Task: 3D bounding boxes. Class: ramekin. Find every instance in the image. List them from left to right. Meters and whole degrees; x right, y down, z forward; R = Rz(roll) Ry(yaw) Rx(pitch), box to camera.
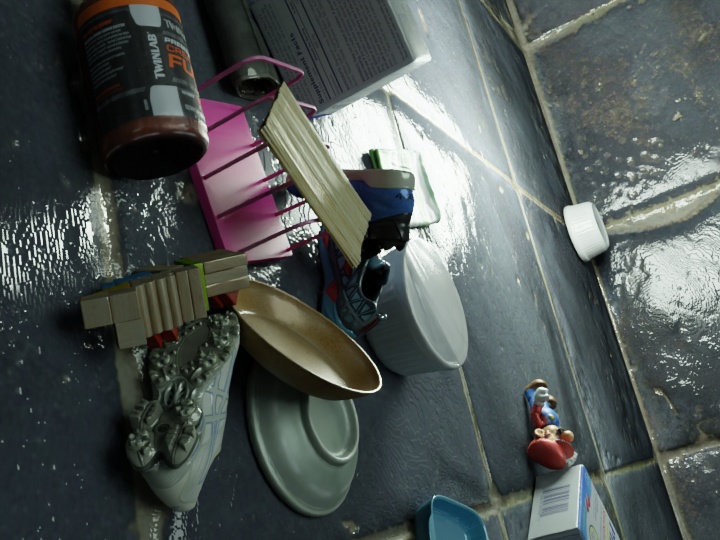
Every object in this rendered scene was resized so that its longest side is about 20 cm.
[{"bbox_3d":[0.074,0.060,1.168,0.202,0.093,0.205,45,33,-41],"label":"ramekin"},{"bbox_3d":[0.776,-0.139,2.712,0.202,0.093,0.205,43,35,-41],"label":"ramekin"}]

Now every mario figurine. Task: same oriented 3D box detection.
[{"bbox_3d":[0.388,0.309,1.581,0.122,0.107,0.201,20,33,-12],"label":"mario figurine"}]

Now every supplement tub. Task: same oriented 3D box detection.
[{"bbox_3d":[-0.218,-0.199,0.773,0.107,0.106,0.203,7,64,-62],"label":"supplement tub"}]

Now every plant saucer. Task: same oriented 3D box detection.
[{"bbox_3d":[-0.068,0.080,0.850,0.199,0.036,0.200,34,11,-7],"label":"plant saucer"},{"bbox_3d":[-0.049,0.169,0.889,0.200,0.050,0.202,43,35,-42],"label":"plant saucer"}]

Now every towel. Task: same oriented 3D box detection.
[{"bbox_3d":[0.087,-0.152,1.437,0.199,0.030,0.151,-13,82,-65],"label":"towel"}]

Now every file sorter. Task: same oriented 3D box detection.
[{"bbox_3d":[-0.106,-0.125,0.916,0.139,0.124,0.203,-10,79,-65],"label":"file sorter"}]

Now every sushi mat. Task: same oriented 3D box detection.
[{"bbox_3d":[-0.043,-0.101,0.861,0.201,0.012,0.096,55,31,-34],"label":"sushi mat"}]

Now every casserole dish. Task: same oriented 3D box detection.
[{"bbox_3d":[0.127,0.382,1.087,0.200,0.038,0.123,37,40,-47],"label":"casserole dish"}]

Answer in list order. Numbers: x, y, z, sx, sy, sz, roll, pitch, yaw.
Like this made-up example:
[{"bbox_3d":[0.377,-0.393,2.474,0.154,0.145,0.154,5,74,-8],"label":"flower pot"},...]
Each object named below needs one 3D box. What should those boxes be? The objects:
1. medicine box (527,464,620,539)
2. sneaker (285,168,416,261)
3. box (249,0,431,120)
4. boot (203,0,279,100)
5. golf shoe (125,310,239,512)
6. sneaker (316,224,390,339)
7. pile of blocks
[{"bbox_3d":[0.400,0.501,1.462,0.202,0.102,0.182,61,26,-14],"label":"medicine box"},{"bbox_3d":[-0.020,-0.070,1.012,0.076,0.198,0.113,2,93,-57],"label":"sneaker"},{"bbox_3d":[-0.027,-0.347,1.160,0.186,0.198,0.105,65,24,-6],"label":"box"},{"bbox_3d":[-0.180,-0.329,1.013,0.181,0.072,0.203,2,75,-61],"label":"boot"},{"bbox_3d":[-0.153,0.123,0.720,0.201,0.077,0.098,-76,162,-52],"label":"golf shoe"},{"bbox_3d":[0.000,0.000,1.065,0.079,0.094,0.203,40,38,-50],"label":"sneaker"},{"bbox_3d":[-0.179,0.031,0.725,0.199,0.081,0.063,-24,110,-56],"label":"pile of blocks"}]
